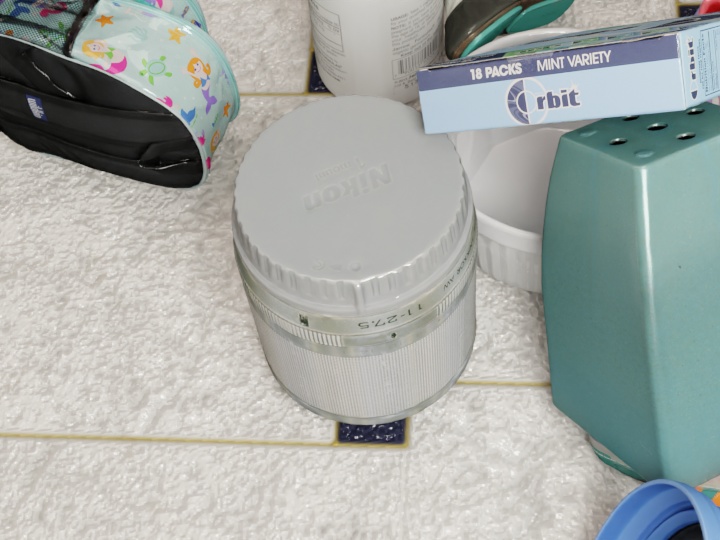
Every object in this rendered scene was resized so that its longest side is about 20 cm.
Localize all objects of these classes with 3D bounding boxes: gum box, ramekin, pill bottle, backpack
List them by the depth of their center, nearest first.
[{"bbox_3d":[0.161,-0.128,0.712,0.169,0.045,0.200,0,15,39],"label":"gum box"},{"bbox_3d":[0.149,-0.076,0.868,0.199,0.105,0.201,-2,57,4],"label":"ramekin"},{"bbox_3d":[-0.194,-0.155,0.910,0.199,0.178,0.151,22,67,14],"label":"backpack"},{"bbox_3d":[0.011,-0.238,0.926,0.114,0.200,0.115,-2,57,3],"label":"pill bottle"}]

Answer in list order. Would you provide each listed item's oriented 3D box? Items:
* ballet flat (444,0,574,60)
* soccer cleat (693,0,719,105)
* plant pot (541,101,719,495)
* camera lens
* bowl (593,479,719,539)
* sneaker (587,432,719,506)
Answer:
[{"bbox_3d":[0.111,-0.223,0.951,0.068,0.068,0.200,50,38,6],"label":"ballet flat"},{"bbox_3d":[0.304,-0.129,0.903,0.066,0.077,0.201,-11,57,-2],"label":"soccer cleat"},{"bbox_3d":[0.199,0.003,0.716,0.141,0.201,0.141,-22,26,-15],"label":"plant pot"},{"bbox_3d":[0.000,0.000,0.776,0.159,0.200,0.161,-2,57,4],"label":"camera lens"},{"bbox_3d":[0.160,0.218,0.632,0.039,0.201,0.201,19,60,-5],"label":"bowl"},{"bbox_3d":[0.244,0.141,0.746,0.199,0.080,0.071,11,40,37],"label":"sneaker"}]
